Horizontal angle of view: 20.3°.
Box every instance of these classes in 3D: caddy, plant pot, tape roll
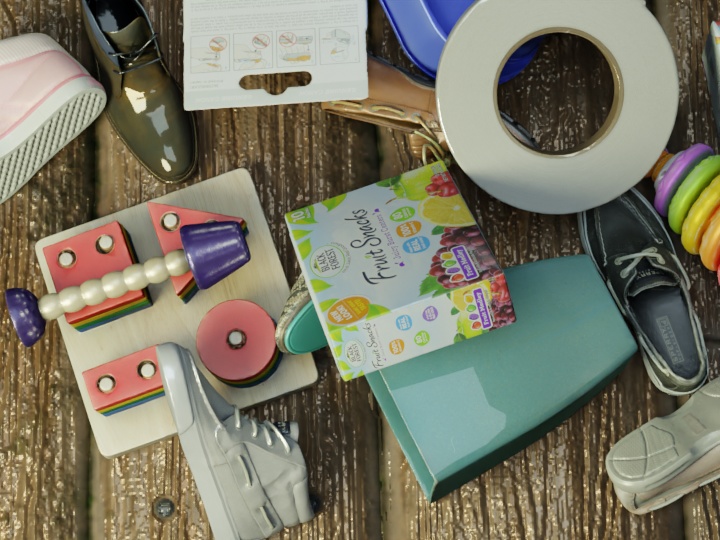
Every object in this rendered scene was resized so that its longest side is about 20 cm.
[{"bbox_3d":[0.086,-0.255,1.725,0.141,0.105,0.200,-26,91,-15],"label":"caddy"},{"bbox_3d":[0.116,0.077,1.643,0.200,0.141,0.142,-25,78,-6],"label":"plant pot"},{"bbox_3d":[0.161,-0.147,1.647,0.202,0.037,0.203,0,100,1],"label":"tape roll"}]

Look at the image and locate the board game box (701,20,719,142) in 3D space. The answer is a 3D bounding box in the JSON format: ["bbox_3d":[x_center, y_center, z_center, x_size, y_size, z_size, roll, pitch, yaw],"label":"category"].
[{"bbox_3d":[0.398,-0.164,1.683,0.200,0.105,0.103,-11,79,3],"label":"board game box"}]

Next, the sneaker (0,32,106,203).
[{"bbox_3d":[-0.326,-0.127,1.751,0.200,0.075,0.105,-39,69,0],"label":"sneaker"}]

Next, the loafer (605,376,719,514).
[{"bbox_3d":[0.297,0.137,1.662,0.200,0.063,0.072,-26,45,-4],"label":"loafer"}]

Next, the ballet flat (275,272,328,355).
[{"bbox_3d":[0.000,0.000,1.701,0.200,0.068,0.075,-32,45,-14],"label":"ballet flat"}]

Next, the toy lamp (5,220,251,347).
[{"bbox_3d":[-0.188,0.008,1.648,0.200,0.058,0.058,-21,78,2],"label":"toy lamp"}]

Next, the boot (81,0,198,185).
[{"bbox_3d":[-0.199,-0.171,1.734,0.075,0.097,0.200,-24,78,-1],"label":"boot"}]

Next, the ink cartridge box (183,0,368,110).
[{"bbox_3d":[-0.074,-0.222,1.740,0.162,0.057,0.200,-4,69,3],"label":"ink cartridge box"}]

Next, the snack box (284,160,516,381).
[{"bbox_3d":[0.027,-0.004,1.588,0.142,0.200,0.053,-20,120,-2],"label":"snack box"}]

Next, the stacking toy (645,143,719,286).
[{"bbox_3d":[0.287,-0.061,1.685,0.200,0.116,0.110,39,89,24],"label":"stacking toy"}]

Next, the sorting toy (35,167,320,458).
[{"bbox_3d":[-0.160,0.031,1.705,0.198,0.070,0.200,-20,78,0],"label":"sorting toy"}]

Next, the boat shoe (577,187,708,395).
[{"bbox_3d":[0.242,0.007,1.681,0.071,0.064,0.200,-24,77,-1],"label":"boat shoe"}]

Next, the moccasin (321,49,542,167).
[{"bbox_3d":[0.061,-0.122,1.717,0.201,0.074,0.078,24,86,8],"label":"moccasin"}]

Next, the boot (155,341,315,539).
[{"bbox_3d":[-0.099,0.134,1.648,0.095,0.074,0.200,-19,119,-6],"label":"boot"}]
